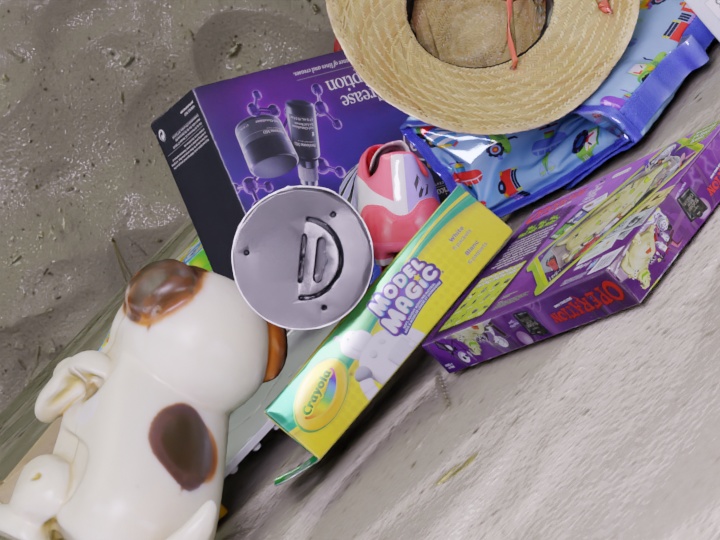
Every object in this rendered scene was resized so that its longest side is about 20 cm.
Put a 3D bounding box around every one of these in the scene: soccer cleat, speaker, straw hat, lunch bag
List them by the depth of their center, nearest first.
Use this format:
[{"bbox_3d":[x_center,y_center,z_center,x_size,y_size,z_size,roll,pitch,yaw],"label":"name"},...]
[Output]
[{"bbox_3d":[-0.033,-0.009,1.132,0.081,0.081,0.200,-45,2,0],"label":"speaker"},{"bbox_3d":[0.073,-0.157,1.195,0.201,0.201,0.085,-48,-8,-18],"label":"straw hat"},{"bbox_3d":[0.148,-0.124,1.233,0.200,0.094,0.151,-16,26,53],"label":"lunch bag"},{"bbox_3d":[0.021,-0.059,1.292,0.066,0.077,0.200,-3,14,-4],"label":"soccer cleat"}]

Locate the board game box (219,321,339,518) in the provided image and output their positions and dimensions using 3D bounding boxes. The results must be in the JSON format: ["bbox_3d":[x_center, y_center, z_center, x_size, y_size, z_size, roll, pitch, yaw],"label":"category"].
[{"bbox_3d":[-0.072,0.105,1.355,0.200,0.026,0.200,-46,9,-9],"label":"board game box"}]

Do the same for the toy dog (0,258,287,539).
[{"bbox_3d":[-0.130,0.090,1.169,0.194,0.139,0.201,-14,50,65],"label":"toy dog"}]

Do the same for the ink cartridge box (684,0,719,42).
[{"bbox_3d":[0.205,-0.259,1.170,0.047,0.200,0.160,-32,15,52],"label":"ink cartridge box"}]

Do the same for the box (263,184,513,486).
[{"bbox_3d":[0.006,0.044,1.135,0.200,0.048,0.117,-51,-2,-6],"label":"box"}]

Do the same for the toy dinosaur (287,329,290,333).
[{"bbox_3d":[-0.129,0.080,1.560,0.200,0.086,0.136,-39,3,5],"label":"toy dinosaur"}]

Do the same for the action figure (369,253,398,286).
[{"bbox_3d":[0.000,0.000,1.352,0.065,0.052,0.200,-7,1,-1],"label":"action figure"}]

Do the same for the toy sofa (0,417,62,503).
[{"bbox_3d":[-0.184,0.124,1.443,0.200,0.083,0.098,-49,-10,15],"label":"toy sofa"}]

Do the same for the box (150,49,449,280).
[{"bbox_3d":[-0.036,-0.082,1.435,0.199,0.142,0.079,-20,-5,-36],"label":"box"}]

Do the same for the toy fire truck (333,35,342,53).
[{"bbox_3d":[0.035,-0.136,1.650,0.168,0.111,0.201,63,-141,-73],"label":"toy fire truck"}]

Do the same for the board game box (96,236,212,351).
[{"bbox_3d":[-0.122,0.026,1.678,0.200,0.105,0.103,-43,10,14],"label":"board game box"}]

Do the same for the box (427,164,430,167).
[{"bbox_3d":[0.096,-0.159,1.374,0.041,0.201,0.119,18,35,30],"label":"box"}]

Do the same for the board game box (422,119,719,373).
[{"bbox_3d":[0.118,-0.010,1.012,0.120,0.032,0.200,-53,11,-25],"label":"board game box"}]
